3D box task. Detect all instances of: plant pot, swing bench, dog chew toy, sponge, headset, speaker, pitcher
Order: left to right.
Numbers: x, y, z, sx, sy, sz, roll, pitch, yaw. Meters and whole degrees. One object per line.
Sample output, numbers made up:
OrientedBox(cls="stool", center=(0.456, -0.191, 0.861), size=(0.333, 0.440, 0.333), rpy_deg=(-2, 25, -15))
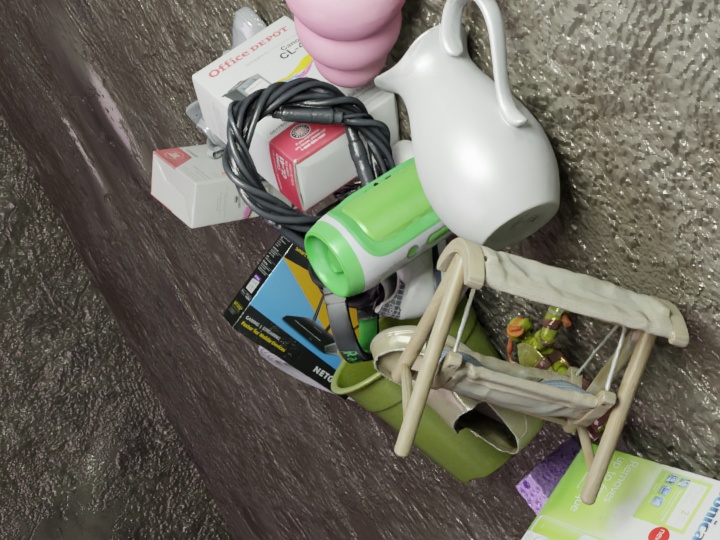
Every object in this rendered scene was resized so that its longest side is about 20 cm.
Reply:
OrientedBox(cls="dog chew toy", center=(-0.012, -0.253, 1.054), size=(0.125, 0.124, 0.201), rpy_deg=(47, 163, 22))
OrientedBox(cls="headset", center=(0.000, 0.000, 1.210), size=(0.123, 0.093, 0.202), rpy_deg=(32, -132, -69))
OrientedBox(cls="speaker", center=(0.043, -0.055, 1.078), size=(0.088, 0.199, 0.089), rpy_deg=(44, 154, 28))
OrientedBox(cls="plant pot", center=(0.101, 0.138, 1.265), size=(0.190, 0.200, 0.200), rpy_deg=(47, 159, -10))
OrientedBox(cls="pitcher", center=(0.107, -0.135, 0.973), size=(0.201, 0.120, 0.172), rpy_deg=(63, 152, 17))
OrientedBox(cls="swing bench", center=(0.151, 0.076, 0.976), size=(0.130, 0.197, 0.201), rpy_deg=(-90, 19, -62))
OrientedBox(cls="sponge", center=(0.263, 0.288, 1.190), size=(0.201, 0.111, 0.030), rpy_deg=(52, 127, 12))

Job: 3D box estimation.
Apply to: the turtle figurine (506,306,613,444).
OrientedBox(cls="turtle figurine", center=(0.202, 0.098, 1.125), size=(0.161, 0.064, 0.201), rpy_deg=(49, 156, 21))

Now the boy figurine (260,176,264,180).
OrientedBox(cls="boy figurine", center=(-0.068, -0.145, 1.329), size=(0.199, 0.065, 0.124), rpy_deg=(6, 168, 44))

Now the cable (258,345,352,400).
OrientedBox(cls="cable", center=(-0.054, 0.129, 1.577), size=(0.198, 0.070, 0.200), rpy_deg=(23, 169, 12))

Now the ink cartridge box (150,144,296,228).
OrientedBox(cls="ink cartridge box", center=(-0.167, -0.123, 1.465), size=(0.116, 0.199, 0.068), rpy_deg=(35, 126, 41))

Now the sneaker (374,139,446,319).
OrientedBox(cls="sneaker", center=(0.045, -0.047, 1.167), size=(0.076, 0.080, 0.202), rpy_deg=(125, 140, -66))

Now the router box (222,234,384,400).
OrientedBox(cls="router box", center=(-0.053, 0.052, 1.375), size=(0.199, 0.150, 0.051), rpy_deg=(36, -179, -31))

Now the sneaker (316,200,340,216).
OrientedBox(cls="sneaker", center=(0.022, -0.035, 1.335), size=(0.081, 0.074, 0.200), rpy_deg=(57, 165, -29))

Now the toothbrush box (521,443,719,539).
OrientedBox(cls="toothbrush box", center=(0.273, 0.267, 1.045), size=(0.199, 0.146, 0.086), rpy_deg=(12, 144, 50))

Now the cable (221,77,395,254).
OrientedBox(cls="cable", center=(-0.049, -0.112, 1.094), size=(0.200, 0.164, 0.051), rpy_deg=(38, 168, -23))

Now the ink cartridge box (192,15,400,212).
OrientedBox(cls="ink cartridge box", center=(-0.073, -0.179, 1.219), size=(0.200, 0.147, 0.086), rpy_deg=(41, 157, 31))

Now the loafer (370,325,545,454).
OrientedBox(cls="loafer", center=(0.098, 0.122, 1.107), size=(0.198, 0.069, 0.076), rpy_deg=(24, 139, 1))

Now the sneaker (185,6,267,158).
OrientedBox(cls="sneaker", center=(-0.160, -0.229, 1.378), size=(0.075, 0.114, 0.201), rpy_deg=(42, 153, 31))
